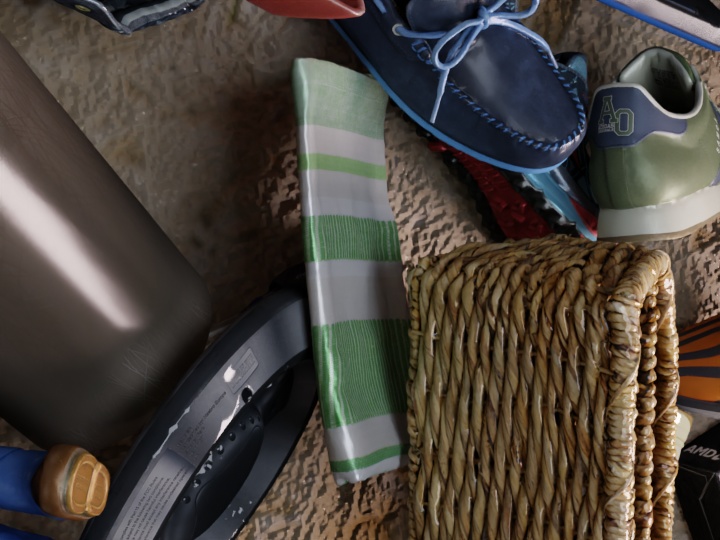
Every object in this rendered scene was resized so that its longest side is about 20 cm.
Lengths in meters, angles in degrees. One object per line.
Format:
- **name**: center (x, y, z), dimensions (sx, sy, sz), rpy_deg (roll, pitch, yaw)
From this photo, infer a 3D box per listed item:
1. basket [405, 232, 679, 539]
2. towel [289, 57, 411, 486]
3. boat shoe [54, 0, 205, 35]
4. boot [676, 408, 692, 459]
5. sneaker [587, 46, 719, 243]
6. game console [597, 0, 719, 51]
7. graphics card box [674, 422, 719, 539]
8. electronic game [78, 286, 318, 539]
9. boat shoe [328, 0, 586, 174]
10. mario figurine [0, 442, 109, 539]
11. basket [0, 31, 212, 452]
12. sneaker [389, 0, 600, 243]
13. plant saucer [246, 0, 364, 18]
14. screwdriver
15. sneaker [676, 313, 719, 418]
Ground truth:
- **basket**: center (0.119, 0.088, 1.269), dimensions (0.143, 0.149, 0.200), rpy_deg (-7, 101, -42)
- **towel**: center (0.000, 0.000, 1.266), dimensions (0.153, 0.023, 0.200), rpy_deg (-4, 90, -76)
- **boat shoe**: center (-0.145, -0.154, 1.150), dimensions (0.200, 0.091, 0.071), rpy_deg (-11, 143, -53)
- **boot**: center (0.087, 0.127, 1.391), dimensions (0.200, 0.072, 0.155), rpy_deg (19, 83, -37)
- **sneaker**: center (0.172, -0.077, 1.381), dimensions (0.200, 0.067, 0.090), rpy_deg (-29, 111, -61)
- **game console**: center (0.116, -0.224, 1.330), dimensions (0.200, 0.171, 0.118), rpy_deg (17, 114, -37)
- **graphics card box**: center (0.282, 0.119, 1.531), dimensions (0.200, 0.051, 0.126), rpy_deg (-29, 112, -25)
- **electronic game**: center (-0.078, 0.094, 1.236), dimensions (0.042, 0.200, 0.200), rpy_deg (33, 75, 12)
- **boat shoe**: center (0.031, -0.126, 1.269), dimensions (0.200, 0.069, 0.084), rpy_deg (38, 55, 0)
- **mario figurine**: center (-0.219, 0.101, 1.130), dimensions (0.106, 0.200, 0.124), rpy_deg (75, 29, -54)
- **basket**: center (-0.166, -0.016, 1.165), dimensions (0.136, 0.180, 0.200), rpy_deg (-47, 128, -7)
- **sneaker**: center (0.100, -0.072, 1.369), dimensions (0.096, 0.079, 0.200), rpy_deg (-49, 119, -19)
- **plant saucer**: center (-0.098, -0.208, 1.183), dimensions (0.200, 0.200, 0.037), rpy_deg (26, 123, -33)
- **screwdriver**: center (-0.071, 0.033, 1.302), dimensions (0.200, 0.028, 0.029), rpy_deg (-30, 83, -30)
- **sneaker**: center (0.249, 0.013, 1.419), dimensions (0.112, 0.200, 0.078), rpy_deg (62, 20, -44)
